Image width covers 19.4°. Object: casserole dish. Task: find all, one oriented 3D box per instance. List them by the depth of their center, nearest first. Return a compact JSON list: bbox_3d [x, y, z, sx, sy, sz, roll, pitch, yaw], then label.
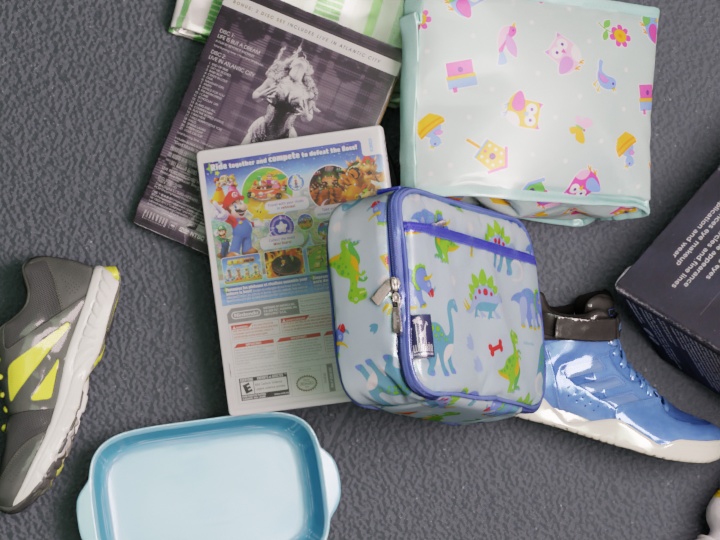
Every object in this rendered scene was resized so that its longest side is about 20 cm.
[{"bbox_3d":[-0.115,0.173,1.596,0.199,0.039,0.122,-8,87,-10],"label":"casserole dish"}]

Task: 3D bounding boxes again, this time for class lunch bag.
[{"bbox_3d":[0.058,0.025,1.528,0.082,0.200,0.162,-13,73,32],"label":"lunch bag"},{"bbox_3d":[0.116,-0.125,1.602,0.199,0.122,0.171,4,85,-25],"label":"lunch bag"}]

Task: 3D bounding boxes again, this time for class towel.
[{"bbox_3d":[-0.035,-0.225,1.646,0.199,0.023,0.153,17,83,-7],"label":"towel"}]

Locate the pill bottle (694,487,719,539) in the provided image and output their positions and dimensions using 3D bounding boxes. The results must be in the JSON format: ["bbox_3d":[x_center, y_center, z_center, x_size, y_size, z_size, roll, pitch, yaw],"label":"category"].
[{"bbox_3d":[0.340,0.181,1.630,0.114,0.114,0.200,39,81,-4],"label":"pill bottle"}]

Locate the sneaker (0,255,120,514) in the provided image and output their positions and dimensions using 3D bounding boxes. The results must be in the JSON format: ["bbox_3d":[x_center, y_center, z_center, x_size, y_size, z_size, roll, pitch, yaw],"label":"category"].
[{"bbox_3d":[-0.244,0.082,1.573,0.084,0.074,0.201,19,74,-1],"label":"sneaker"}]

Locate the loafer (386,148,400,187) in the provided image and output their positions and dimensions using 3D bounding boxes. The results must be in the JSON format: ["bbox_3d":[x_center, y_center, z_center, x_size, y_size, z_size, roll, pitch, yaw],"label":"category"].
[{"bbox_3d":[0.000,0.000,1.612,0.070,0.068,0.202,-2,87,-10],"label":"loafer"}]

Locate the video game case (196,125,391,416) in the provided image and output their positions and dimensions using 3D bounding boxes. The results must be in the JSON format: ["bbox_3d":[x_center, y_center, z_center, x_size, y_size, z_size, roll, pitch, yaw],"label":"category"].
[{"bbox_3d":[-0.040,0.001,1.577,0.143,0.018,0.201,-8,88,6],"label":"video game case"}]

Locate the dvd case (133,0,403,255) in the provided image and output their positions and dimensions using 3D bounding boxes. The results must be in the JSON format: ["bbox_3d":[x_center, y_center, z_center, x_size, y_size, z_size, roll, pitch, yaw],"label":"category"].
[{"bbox_3d":[-0.069,-0.101,1.602,0.148,0.016,0.201,23,92,8],"label":"dvd case"}]

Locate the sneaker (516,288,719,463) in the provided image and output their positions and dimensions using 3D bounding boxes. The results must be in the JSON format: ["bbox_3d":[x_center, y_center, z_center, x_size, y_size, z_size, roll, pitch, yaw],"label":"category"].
[{"bbox_3d":[0.198,0.075,1.632,0.199,0.077,0.112,16,93,-1],"label":"sneaker"}]

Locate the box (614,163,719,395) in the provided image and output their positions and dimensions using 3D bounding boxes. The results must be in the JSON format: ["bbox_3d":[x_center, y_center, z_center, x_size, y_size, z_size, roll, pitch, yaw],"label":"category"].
[{"bbox_3d":[0.338,0.011,1.591,0.197,0.117,0.200,-48,49,-9],"label":"box"}]
